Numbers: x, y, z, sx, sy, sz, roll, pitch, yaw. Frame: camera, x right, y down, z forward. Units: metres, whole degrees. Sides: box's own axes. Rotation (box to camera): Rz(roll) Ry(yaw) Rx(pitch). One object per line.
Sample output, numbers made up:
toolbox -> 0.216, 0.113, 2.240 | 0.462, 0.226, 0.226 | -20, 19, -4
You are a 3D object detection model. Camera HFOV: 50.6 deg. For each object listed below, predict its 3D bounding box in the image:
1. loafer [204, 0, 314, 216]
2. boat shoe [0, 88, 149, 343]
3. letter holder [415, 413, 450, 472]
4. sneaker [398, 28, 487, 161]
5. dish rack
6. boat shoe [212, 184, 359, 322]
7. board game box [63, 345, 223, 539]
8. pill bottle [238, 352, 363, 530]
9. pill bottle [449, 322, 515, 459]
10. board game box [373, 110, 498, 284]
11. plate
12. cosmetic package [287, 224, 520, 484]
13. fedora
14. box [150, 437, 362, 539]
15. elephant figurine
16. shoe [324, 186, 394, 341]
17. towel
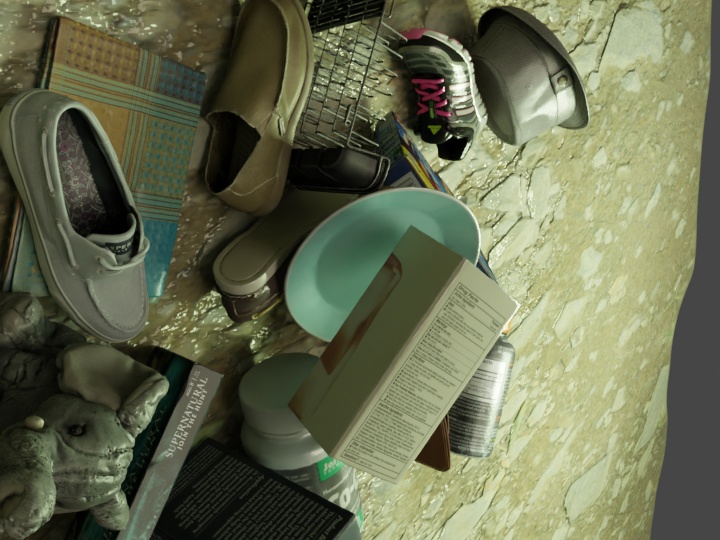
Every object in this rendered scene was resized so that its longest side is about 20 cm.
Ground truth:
loafer -> -0.092, -0.147, 0.668 | 0.067, 0.075, 0.203 | -10, 109, -57
boat shoe -> -0.191, -0.028, 0.545 | 0.070, 0.071, 0.203 | -39, 129, -38
letter holder -> 0.063, 0.122, 0.908 | 0.101, 0.141, 0.202 | -43, 133, -35
sneaker -> 0.094, -0.198, 0.899 | 0.200, 0.073, 0.089 | 46, 59, -54
dish rack -> -0.018, -0.176, 0.702 | 0.054, 0.152, 0.203 | 17, 87, -37
boat shoe -> -0.066, -0.028, 0.751 | 0.200, 0.071, 0.060 | -47, 149, -37
board game box -> -0.182, 0.163, 0.609 | 0.028, 0.135, 0.202 | 29, 77, -25
pill bottle -> -0.062, 0.195, 0.792 | 0.113, 0.112, 0.203 | -36, 129, -40
pill bottle -> 0.157, 0.152, 1.075 | 0.106, 0.105, 0.203 | 13, 91, -53
board game box -> 0.071, -0.071, 0.862 | 0.061, 0.201, 0.201 | -32, 114, 12
plate -> 0.020, -0.005, 0.730 | 0.197, 0.026, 0.202 | -13, 136, -13
cosmetic package -> 0.039, 0.076, 0.685 | 0.103, 0.087, 0.201 | 35, 91, -41
fedora -> 0.194, -0.228, 0.962 | 0.090, 0.177, 0.201 | -42, 137, -8
box -> -0.095, 0.272, 0.701 | 0.107, 0.198, 0.150 | -39, 131, -38
elephant figurine -> -0.195, 0.113, 0.507 | 0.155, 0.198, 0.143 | -36, 135, -38
shoe -> 0.000, 0.000, 0.777 | 0.054, 0.069, 0.201 | -59, 177, -47
towel -> -0.197, -0.076, 0.601 | 0.146, 0.021, 0.203 | 9, 93, -54
